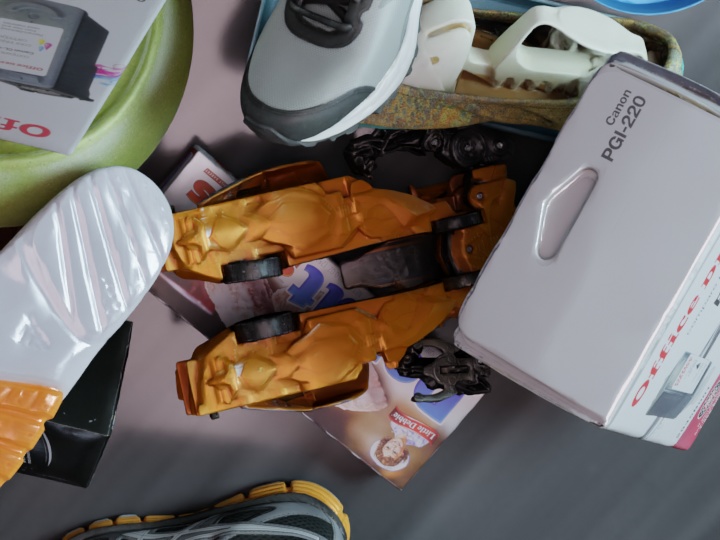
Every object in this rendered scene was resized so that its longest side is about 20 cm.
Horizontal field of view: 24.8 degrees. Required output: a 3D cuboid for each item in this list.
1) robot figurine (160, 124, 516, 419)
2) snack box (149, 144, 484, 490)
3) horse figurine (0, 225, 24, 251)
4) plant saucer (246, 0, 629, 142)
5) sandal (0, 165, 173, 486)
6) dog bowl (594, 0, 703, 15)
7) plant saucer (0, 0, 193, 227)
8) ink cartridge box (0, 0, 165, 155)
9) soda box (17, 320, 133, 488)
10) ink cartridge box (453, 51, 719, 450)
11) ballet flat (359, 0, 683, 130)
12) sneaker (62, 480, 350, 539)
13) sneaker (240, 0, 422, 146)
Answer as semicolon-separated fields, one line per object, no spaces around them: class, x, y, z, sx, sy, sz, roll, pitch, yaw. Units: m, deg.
robot figurine;0.000;0.000;0.807;0.199;0.058;0.146;-12;92;-21
snack box;-0.031;0.026;0.848;0.200;0.024;0.072;40;93;-15
horse figurine;-0.238;-0.015;0.751;0.199;0.050;0.133;-7;62;-24
plant saucer;0.045;-0.112;0.827;0.199;0.019;0.070;11;103;-12
sandal;-0.164;0.039;0.737;0.207;0.059;0.079;-47;107;-16
dog bowl;0.133;-0.226;0.793;0.111;0.050;0.201;-8;105;-6
plant saucer;-0.169;-0.121;0.745;0.199;0.031;0.201;3;83;-21
ink cartridge box;-0.148;-0.133;0.623;0.147;0.200;0.086;14;64;-18
soda box;-0.217;0.042;0.793;0.199;0.071;0.063;15;145;-11
ink cartridge box;0.136;0.000;0.764;0.085;0.200;0.146;30;93;24
ballet flat;0.061;-0.103;0.784;0.199;0.071;0.071;5;104;-12
sneaker;-0.100;0.168;0.850;0.199;0.077;0.079;-22;108;0
sneaker;0.003;-0.147;0.734;0.074;0.079;0.201;28;81;29
